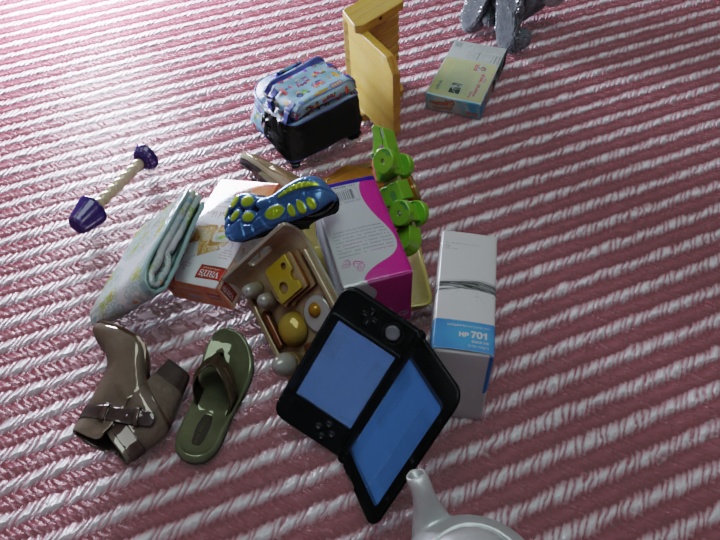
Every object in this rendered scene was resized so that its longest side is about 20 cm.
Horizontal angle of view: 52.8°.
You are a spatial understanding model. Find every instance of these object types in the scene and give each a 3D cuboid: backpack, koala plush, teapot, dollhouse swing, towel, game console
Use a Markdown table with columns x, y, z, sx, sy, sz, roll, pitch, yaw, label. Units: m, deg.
| x | y | z | sx | sy | sz | roll | pitch | yaw | label |
| --- | --- | --- | --- | --- | --- | --- | --- | --- | --- |
| -0.114 | -0.313 | 1.350 | 0.180 | 0.137 | 0.200 | -29 | 50 | -22 | backpack |
| 0.345 | -0.596 | 1.561 | 0.197 | 0.187 | 0.177 | -26 | 51 | -34 | koala plush |
| 0.119 | 0.340 | 0.751 | 0.194 | 0.148 | 0.200 | 12 | 50 | 12 | teapot |
| 0.063 | -0.380 | 1.351 | 0.181 | 0.203 | 0.174 | -37 | 55 | -27 | dollhouse swing |
| -0.319 | -0.017 | 1.100 | 0.169 | 0.048 | 0.203 | -29 | 32 | 40 | towel |
| 0.000 | 0.156 | 0.865 | 0.173 | 0.203 | 0.117 | 32 | 16 | -1 | game console |

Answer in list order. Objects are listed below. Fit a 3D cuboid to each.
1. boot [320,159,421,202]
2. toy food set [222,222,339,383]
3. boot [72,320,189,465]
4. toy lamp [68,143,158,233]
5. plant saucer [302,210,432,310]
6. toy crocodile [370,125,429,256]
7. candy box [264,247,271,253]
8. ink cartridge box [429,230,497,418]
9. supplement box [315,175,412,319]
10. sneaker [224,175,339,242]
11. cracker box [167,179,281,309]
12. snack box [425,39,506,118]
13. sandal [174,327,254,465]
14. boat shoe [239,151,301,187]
| x | y | z | sx | sy | sz | roll | pitch | yaw | label |
| --- | --- | --- | --- | --- | --- | --- | --- | --- | --- |
| 0.002 | -0.124 | 1.200 | 0.141 | 0.072 | 0.201 | -25 | 29 | -16 | boot |
| -0.100 | 0.058 | 0.979 | 0.060 | 0.143 | 0.203 | -8 | 65 | -57 | toy food set |
| -0.333 | 0.165 | 0.985 | 0.196 | 0.071 | 0.147 | 23 | 56 | 22 | boot |
| -0.433 | -0.143 | 1.269 | 0.057 | 0.059 | 0.202 | 16 | 51 | 17 | toy lamp |
| 0.000 | 0.000 | 1.123 | 0.194 | 0.049 | 0.204 | -7 | 49 | -3 | plant saucer |
| 0.052 | -0.122 | 1.103 | 0.061 | 0.067 | 0.205 | -20 | 83 | 32 | toy crocodile |
| -0.152 | -0.022 | 1.131 | 0.101 | 0.027 | 0.201 | -37 | 45 | 1 | candy box |
| 0.136 | 0.072 | 0.985 | 0.083 | 0.149 | 0.203 | 6 | 49 | 7 | ink cartridge box |
| 0.000 | -0.026 | 1.046 | 0.098 | 0.105 | 0.203 | -12 | 47 | -8 | supplement box |
| -0.115 | -0.076 | 1.024 | 0.195 | 0.082 | 0.073 | -13 | 69 | 29 | sneaker |
| -0.207 | -0.046 | 1.123 | 0.131 | 0.058 | 0.203 | 7 | 58 | 34 | cracker box |
| 0.215 | -0.388 | 1.460 | 0.113 | 0.038 | 0.202 | 15 | 51 | 17 | snack box |
| -0.196 | 0.162 | 0.985 | 0.077 | 0.058 | 0.204 | 5 | 49 | 7 | sandal |
| -0.155 | -0.150 | 1.252 | 0.071 | 0.066 | 0.198 | 14 | 13 | -48 | boat shoe |
